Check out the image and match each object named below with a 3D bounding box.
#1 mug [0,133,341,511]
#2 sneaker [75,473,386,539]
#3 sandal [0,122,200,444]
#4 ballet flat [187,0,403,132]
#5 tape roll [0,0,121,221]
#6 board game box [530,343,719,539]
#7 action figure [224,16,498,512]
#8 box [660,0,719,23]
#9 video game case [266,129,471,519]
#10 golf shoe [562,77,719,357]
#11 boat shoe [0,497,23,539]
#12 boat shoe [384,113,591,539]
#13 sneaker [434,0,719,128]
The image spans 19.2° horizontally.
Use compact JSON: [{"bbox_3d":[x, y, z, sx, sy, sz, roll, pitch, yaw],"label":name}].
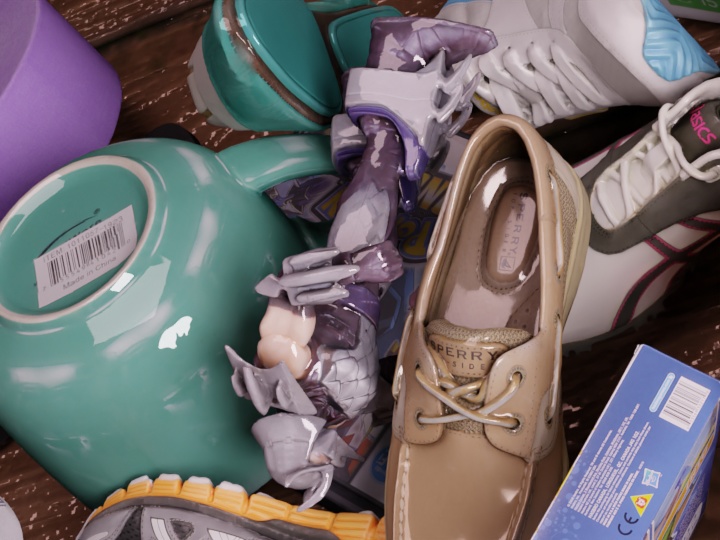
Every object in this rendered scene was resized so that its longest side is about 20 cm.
[{"bbox_3d":[-0.089,0.005,0.929,0.152,0.114,0.185,9,61,38],"label":"mug"},{"bbox_3d":[-0.039,0.135,0.858,0.199,0.078,0.077,3,62,34],"label":"sneaker"},{"bbox_3d":[-0.147,0.004,1.053,0.075,0.045,0.200,27,73,45],"label":"sandal"},{"bbox_3d":[-0.035,-0.087,0.942,0.070,0.200,0.068,-23,87,22],"label":"ballet flat"},{"bbox_3d":[-0.218,-0.054,1.097,0.200,0.066,0.200,-32,31,22],"label":"tape roll"},{"bbox_3d":[0.065,0.139,0.743,0.034,0.135,0.200,26,70,16],"label":"board game box"},{"bbox_3d":[0.000,0.000,0.841,0.069,0.130,0.201,12,70,10],"label":"action figure"},{"bbox_3d":[0.222,-0.217,0.900,0.199,0.171,0.200,18,67,41],"label":"box"},{"bbox_3d":[0.002,0.012,0.964,0.200,0.026,0.181,25,72,43],"label":"video game case"},{"bbox_3d":[0.121,-0.036,0.860,0.200,0.088,0.077,-28,61,3],"label":"golf shoe"},{"bbox_3d":[-0.177,0.187,0.851,0.072,0.068,0.201,6,91,30],"label":"boat shoe"},{"bbox_3d":[0.041,0.040,0.795,0.071,0.065,0.201,1,70,19],"label":"boat shoe"},{"bbox_3d":[0.090,-0.095,0.937,0.081,0.077,0.200,-46,19,-3],"label":"sneaker"}]
